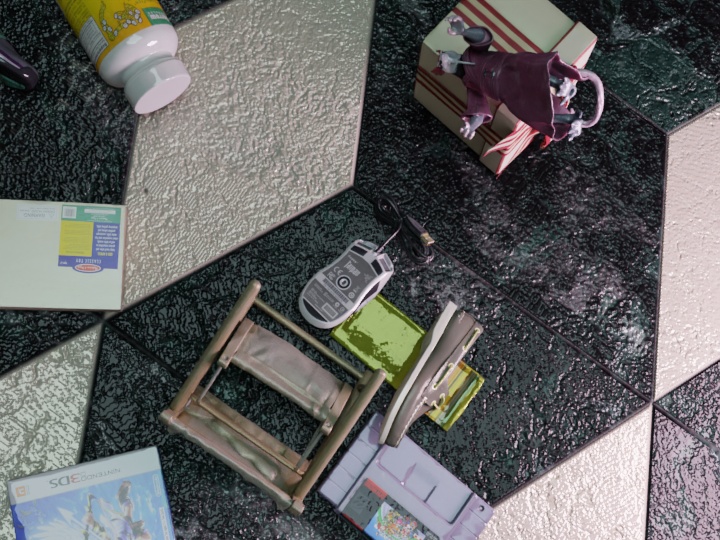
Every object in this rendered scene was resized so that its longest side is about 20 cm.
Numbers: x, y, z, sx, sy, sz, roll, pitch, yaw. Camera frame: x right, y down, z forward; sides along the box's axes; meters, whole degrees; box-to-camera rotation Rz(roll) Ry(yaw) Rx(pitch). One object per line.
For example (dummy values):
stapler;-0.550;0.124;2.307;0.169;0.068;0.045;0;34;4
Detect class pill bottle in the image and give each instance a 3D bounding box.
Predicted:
pill bottle;-0.300;-0.306;1.303;0.112;0.113;0.202;-30;85;-13

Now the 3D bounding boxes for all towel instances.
towel;0.061;0.112;1.330;0.199;0.018;0.087;39;75;0

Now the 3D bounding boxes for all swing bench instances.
swing bench;-0.107;0.153;1.241;0.197;0.130;0.202;35;81;-2

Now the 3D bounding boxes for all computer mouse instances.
computer mouse;0.000;0.000;1.320;0.199;0.044;0.110;-42;73;-17

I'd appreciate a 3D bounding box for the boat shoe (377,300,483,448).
boat shoe;0.087;0.136;1.282;0.060;0.072;0.204;31;70;0

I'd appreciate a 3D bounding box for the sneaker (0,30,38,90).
sneaker;-0.480;-0.310;1.296;0.198;0.074;0.089;31;71;-2

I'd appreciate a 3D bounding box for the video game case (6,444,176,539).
video game case;-0.308;0.326;1.214;0.177;0.045;0.204;-12;82;-10

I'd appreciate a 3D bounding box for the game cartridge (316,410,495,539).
game cartridge;0.056;0.290;1.288;0.199;0.038;0.130;39;72;0

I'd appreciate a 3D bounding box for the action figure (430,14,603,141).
action figure;0.169;-0.231;1.192;0.198;0.136;0.148;28;38;35

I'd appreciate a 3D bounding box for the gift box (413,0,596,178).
gift box;0.180;-0.240;1.340;0.186;0.185;0.201;41;82;10

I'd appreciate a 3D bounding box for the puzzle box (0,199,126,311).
puzzle box;-0.391;-0.017;1.277;0.195;0.025;0.136;3;78;-9
